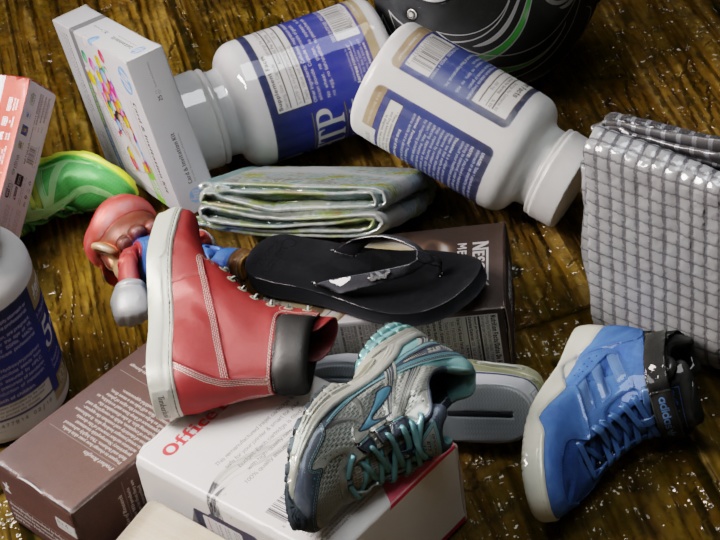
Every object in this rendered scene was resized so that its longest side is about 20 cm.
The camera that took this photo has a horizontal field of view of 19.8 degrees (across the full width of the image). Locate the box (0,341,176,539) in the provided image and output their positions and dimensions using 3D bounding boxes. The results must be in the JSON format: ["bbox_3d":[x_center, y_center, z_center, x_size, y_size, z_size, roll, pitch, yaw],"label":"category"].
[{"bbox_3d":[-0.175,0.133,1.612,0.100,0.075,0.200,27,51,38],"label":"box"}]

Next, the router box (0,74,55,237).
[{"bbox_3d":[-0.383,-0.081,1.862,0.179,0.049,0.201,8,80,24],"label":"router box"}]

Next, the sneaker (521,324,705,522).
[{"bbox_3d":[0.195,0.110,1.540,0.111,0.077,0.200,-3,32,26],"label":"sneaker"}]

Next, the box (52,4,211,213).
[{"bbox_3d":[-0.204,-0.146,1.864,0.041,0.156,0.200,-28,28,-18],"label":"box"}]

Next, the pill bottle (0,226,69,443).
[{"bbox_3d":[-0.315,0.031,1.670,0.119,0.201,0.120,-7,39,6],"label":"pill bottle"}]

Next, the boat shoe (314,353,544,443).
[{"bbox_3d":[0.047,0.100,1.613,0.199,0.072,0.062,6,17,15],"label":"boat shoe"}]

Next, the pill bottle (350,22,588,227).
[{"bbox_3d":[0.100,-0.122,1.790,0.200,0.111,0.111,31,51,11],"label":"pill bottle"}]

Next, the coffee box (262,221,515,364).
[{"bbox_3d":[0.025,0.033,1.677,0.199,0.080,0.113,-6,38,8],"label":"coffee box"}]

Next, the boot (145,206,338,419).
[{"bbox_3d":[-0.091,0.024,1.593,0.144,0.073,0.201,-10,47,2],"label":"boot"}]

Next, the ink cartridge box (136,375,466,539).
[{"bbox_3d":[-0.044,0.161,1.532,0.200,0.085,0.145,23,48,35],"label":"ink cartridge box"}]

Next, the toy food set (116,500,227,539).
[{"bbox_3d":[-0.128,0.261,1.464,0.200,0.061,0.144,22,61,37],"label":"toy food set"}]

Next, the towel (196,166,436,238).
[{"bbox_3d":[-0.037,-0.060,1.776,0.170,0.048,0.200,3,9,13],"label":"towel"}]

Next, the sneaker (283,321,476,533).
[{"bbox_3d":[0.016,0.111,1.453,0.086,0.078,0.200,17,45,23],"label":"sneaker"}]

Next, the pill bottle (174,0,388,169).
[{"bbox_3d":[-0.071,-0.165,1.903,0.199,0.120,0.120,-20,39,-10],"label":"pill bottle"}]

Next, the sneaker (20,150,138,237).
[{"bbox_3d":[-0.299,-0.063,1.901,0.199,0.074,0.084,0,63,11],"label":"sneaker"}]

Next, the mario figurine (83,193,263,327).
[{"bbox_3d":[-0.163,0.006,1.761,0.200,0.123,0.106,22,87,49],"label":"mario figurine"}]

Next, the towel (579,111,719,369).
[{"bbox_3d":[0.255,-0.024,1.593,0.165,0.201,0.086,19,47,32],"label":"towel"}]

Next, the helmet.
[{"bbox_3d":[0.115,-0.262,1.928,0.191,0.200,0.200,-47,34,20],"label":"helmet"}]

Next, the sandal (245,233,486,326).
[{"bbox_3d":[-0.001,0.000,1.624,0.199,0.043,0.076,5,43,20],"label":"sandal"}]
